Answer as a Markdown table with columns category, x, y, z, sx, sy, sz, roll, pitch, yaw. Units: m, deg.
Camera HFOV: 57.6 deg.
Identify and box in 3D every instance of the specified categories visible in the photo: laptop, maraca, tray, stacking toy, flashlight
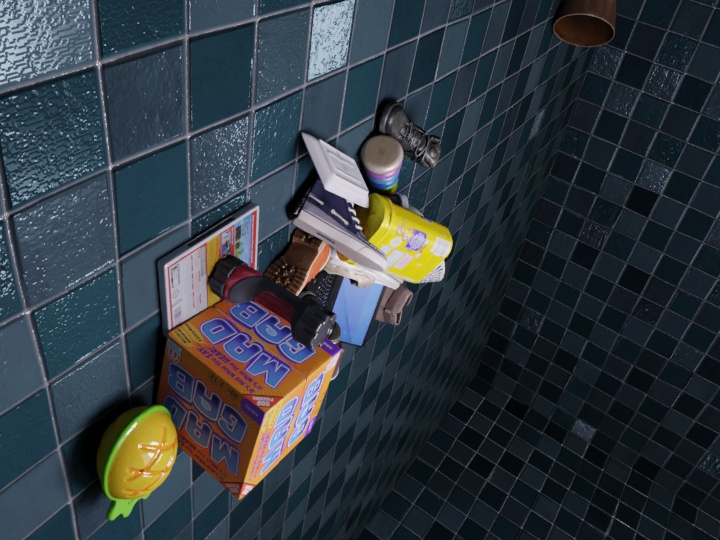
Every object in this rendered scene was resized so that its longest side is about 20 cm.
| category | x | y | z | sx | sy | sz | roll | pitch | yaw |
| --- | --- | --- | --- | --- | --- | --- | --- | --- | --- |
| laptop | -0.050 | 0.097 | 1.423 | 0.199 | 0.102 | 0.180 | -21 | 134 | -60 |
| maraca | -0.333 | 0.287 | 0.980 | 0.137 | 0.106 | 0.203 | -35 | 147 | -51 |
| tray | -0.034 | -0.174 | 1.138 | 0.022 | 0.109 | 0.199 | -29 | 167 | 17 |
| stacking toy | 0.045 | -0.185 | 1.350 | 0.086 | 0.084 | 0.201 | -53 | 162 | -21 |
| flashlight | -0.135 | 0.051 | 0.981 | 0.068 | 0.198 | 0.069 | -27 | 142 | -53 |

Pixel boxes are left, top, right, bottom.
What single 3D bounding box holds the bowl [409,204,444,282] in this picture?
| category | x | y | z | sx | sy | sz | roll | pitch | yaw |
| --- | --- | --- | --- | --- | --- | --- | --- | --- | --- |
| bowl | 0.106 | -0.046 | 1.552 | 0.093 | 0.202 | 0.203 | -26 | 147 | -17 |

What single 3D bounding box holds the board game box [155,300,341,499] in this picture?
| category | x | y | z | sx | sy | sz | roll | pitch | yaw |
| --- | --- | --- | --- | --- | --- | --- | --- | --- | --- |
| board game box | -0.184 | 0.187 | 1.057 | 0.199 | 0.198 | 0.203 | -34 | 151 | -51 |

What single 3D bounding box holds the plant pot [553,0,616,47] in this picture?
| category | x | y | z | sx | sy | sz | roll | pitch | yaw |
| --- | --- | --- | --- | --- | --- | --- | --- | --- | --- |
| plant pot | 0.706 | -0.829 | 2.014 | 0.187 | 0.183 | 0.205 | 30 | 74 | -69 |

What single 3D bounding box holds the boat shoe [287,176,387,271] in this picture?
| category | x | y | z | sx | sy | sz | roll | pitch | yaw |
| --- | --- | --- | --- | --- | --- | --- | --- | --- | --- |
| boat shoe | -0.023 | -0.085 | 1.158 | 0.094 | 0.198 | 0.075 | -62 | -168 | -15 |

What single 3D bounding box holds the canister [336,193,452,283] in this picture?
| category | x | y | z | sx | sy | sz | roll | pitch | yaw |
| --- | --- | --- | --- | --- | --- | --- | --- | --- | --- |
| canister | 0.069 | -0.056 | 1.293 | 0.197 | 0.088 | 0.148 | 18 | 131 | -39 |

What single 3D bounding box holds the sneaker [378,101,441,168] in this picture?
| category | x | y | z | sx | sy | sz | roll | pitch | yaw |
| --- | --- | --- | --- | --- | --- | --- | --- | --- | --- |
| sneaker | 0.106 | -0.273 | 1.331 | 0.077 | 0.113 | 0.199 | -61 | 157 | -4 |

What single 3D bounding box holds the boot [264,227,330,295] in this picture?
| category | x | y | z | sx | sy | sz | roll | pitch | yaw |
| --- | --- | --- | --- | --- | --- | --- | --- | --- | --- |
| boot | -0.114 | 0.006 | 1.211 | 0.202 | 0.074 | 0.108 | -56 | 163 | -19 |

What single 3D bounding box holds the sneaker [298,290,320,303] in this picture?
| category | x | y | z | sx | sy | sz | roll | pitch | yaw |
| --- | --- | --- | --- | --- | --- | --- | --- | --- | --- |
| sneaker | -0.100 | 0.154 | 1.338 | 0.074 | 0.106 | 0.204 | -17 | 128 | -28 |

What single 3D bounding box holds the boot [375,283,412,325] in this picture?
| category | x | y | z | sx | sy | sz | roll | pitch | yaw |
| --- | --- | --- | --- | --- | --- | --- | --- | --- | --- |
| boot | 0.057 | 0.025 | 1.525 | 0.070 | 0.145 | 0.203 | -33 | 144 | -47 |

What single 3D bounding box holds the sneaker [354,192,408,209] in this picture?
| category | x | y | z | sx | sy | sz | roll | pitch | yaw |
| --- | --- | --- | --- | --- | --- | --- | --- | --- | --- |
| sneaker | 0.006 | -0.101 | 1.360 | 0.112 | 0.077 | 0.200 | 10 | 146 | -30 |

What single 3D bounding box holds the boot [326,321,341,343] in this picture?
| category | x | y | z | sx | sy | sz | roll | pitch | yaw |
| --- | --- | --- | --- | --- | --- | --- | --- | --- | --- |
| boot | -0.122 | 0.167 | 1.262 | 0.073 | 0.178 | 0.203 | -64 | 161 | -49 |

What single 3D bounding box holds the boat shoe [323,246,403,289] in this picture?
| category | x | y | z | sx | sy | sz | roll | pitch | yaw |
| --- | --- | --- | --- | --- | --- | --- | --- | --- | --- |
| boat shoe | 0.000 | 0.000 | 1.371 | 0.198 | 0.075 | 0.069 | 27 | 94 | -27 |

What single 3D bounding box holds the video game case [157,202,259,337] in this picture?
| category | x | y | z | sx | sy | sz | roll | pitch | yaw |
| --- | --- | --- | --- | --- | --- | --- | --- | --- | --- |
| video game case | -0.228 | -0.002 | 1.004 | 0.200 | 0.017 | 0.145 | -41 | 150 | -44 |

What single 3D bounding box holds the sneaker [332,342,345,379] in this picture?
| category | x | y | z | sx | sy | sz | roll | pitch | yaw |
| --- | --- | --- | --- | --- | --- | --- | --- | --- | --- |
| sneaker | -0.094 | 0.220 | 1.502 | 0.117 | 0.075 | 0.200 | -65 | 171 | 29 |
